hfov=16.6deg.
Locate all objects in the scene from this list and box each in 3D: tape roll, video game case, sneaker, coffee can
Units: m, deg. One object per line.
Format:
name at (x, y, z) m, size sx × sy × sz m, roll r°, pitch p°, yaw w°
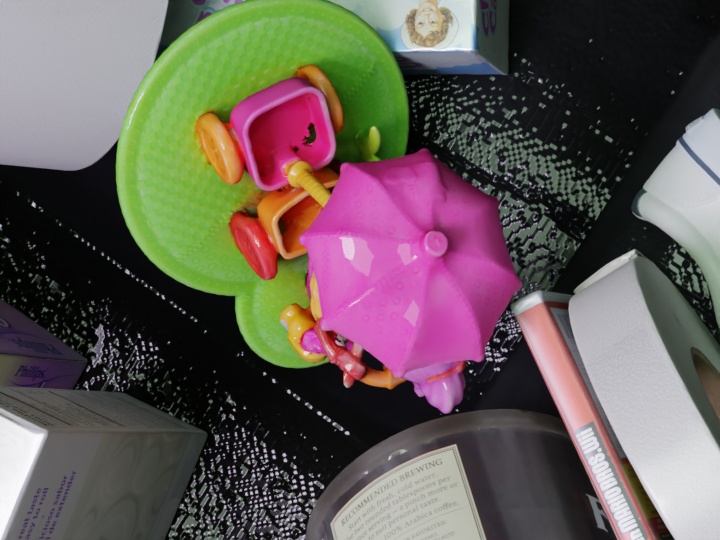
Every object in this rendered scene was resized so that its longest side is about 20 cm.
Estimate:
tape roll at (-0.191, -0.153, 1.183) m, size 0.202 × 0.139 × 0.204 m, roll -11°, pitch 78°, yaw 60°
video game case at (0.134, 0.104, 1.103) m, size 0.017 × 0.143 × 0.201 m, roll -28°, pitch 77°, yaw 17°
tape roll at (0.156, 0.087, 1.068) m, size 0.037 × 0.203 × 0.203 m, roll -33°, pitch 77°, yaw 13°
sneaker at (0.204, 0.018, 1.133) m, size 0.071 × 0.073 × 0.200 m, roll -47°, pitch 65°, yaw 18°
coffee can at (0.066, 0.183, 1.074) m, size 0.146 × 0.146 × 0.200 m, roll -29°, pitch 47°, yaw 14°

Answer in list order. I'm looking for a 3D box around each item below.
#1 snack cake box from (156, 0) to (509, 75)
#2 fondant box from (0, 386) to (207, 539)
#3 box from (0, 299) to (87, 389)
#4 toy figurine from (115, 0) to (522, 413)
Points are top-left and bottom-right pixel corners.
snack cake box at (-0.028, -0.156, 1.217) m, size 0.199 × 0.067 × 0.116 m, roll 0°, pitch 85°, yaw 18°
fondant box at (-0.156, 0.131, 1.165) m, size 0.058 × 0.200 × 0.145 m, roll 24°, pitch 93°, yaw 18°
box at (-0.251, 0.100, 1.210) m, size 0.097 × 0.176 × 0.200 m, roll 33°, pitch 96°, yaw 17°
toy figurine at (0.000, 0.000, 1.099) m, size 0.150 × 0.201 × 0.184 m, roll -26°, pitch 35°, yaw -15°
